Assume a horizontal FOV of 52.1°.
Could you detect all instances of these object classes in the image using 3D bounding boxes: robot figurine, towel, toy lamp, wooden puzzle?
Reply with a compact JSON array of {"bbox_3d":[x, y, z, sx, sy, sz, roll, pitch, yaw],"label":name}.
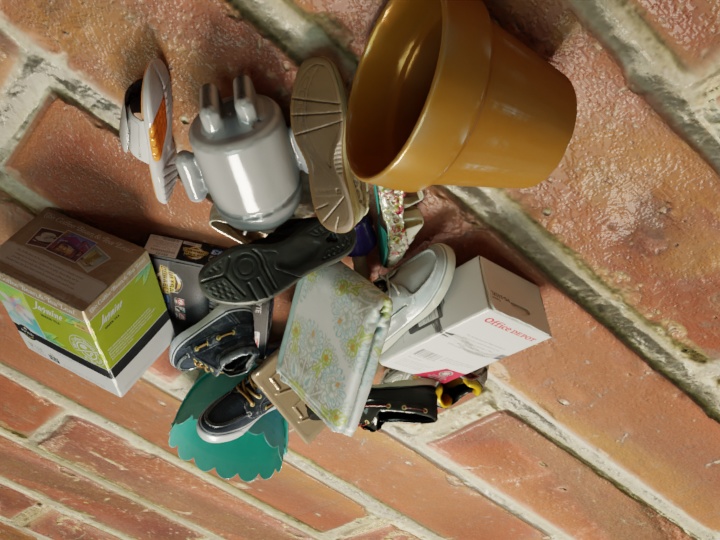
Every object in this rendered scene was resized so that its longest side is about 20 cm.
[{"bbox_3d":[-0.133,-0.128,0.878,0.168,0.114,0.201,-11,134,2],"label":"robot figurine"},{"bbox_3d":[-0.037,0.093,0.974,0.048,0.171,0.202,2,111,-40],"label":"towel"},{"bbox_3d":[0.000,0.000,1.022,0.058,0.059,0.201,2,135,11],"label":"toy lamp"},{"bbox_3d":[-0.064,0.146,1.133,0.046,0.185,0.201,30,158,45],"label":"wooden puzzle"}]

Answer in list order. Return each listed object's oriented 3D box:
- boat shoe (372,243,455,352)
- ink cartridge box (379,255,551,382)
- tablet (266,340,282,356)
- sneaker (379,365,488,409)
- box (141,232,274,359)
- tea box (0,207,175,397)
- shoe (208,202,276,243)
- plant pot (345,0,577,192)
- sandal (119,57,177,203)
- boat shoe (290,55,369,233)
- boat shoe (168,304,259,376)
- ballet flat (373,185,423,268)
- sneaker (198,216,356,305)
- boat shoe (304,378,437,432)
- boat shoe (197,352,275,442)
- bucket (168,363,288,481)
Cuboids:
[{"bbox_3d":[0.044,0.039,0.973,0.071,0.070,0.201,17,124,-40],"label":"boat shoe"},{"bbox_3d":[0.140,0.075,1.021,0.145,0.084,0.199,23,139,-39],"label":"ink cartridge box"},{"bbox_3d":[-0.074,0.184,1.264,0.129,0.014,0.201,-10,132,23],"label":"tablet"},{"bbox_3d":[0.109,0.177,1.163,0.199,0.083,0.078,-23,127,33],"label":"sneaker"},{"bbox_3d":[-0.232,0.044,1.131,0.196,0.050,0.201,14,138,0],"label":"box"},{"bbox_3d":[-0.402,0.046,1.071,0.198,0.134,0.198,20,139,22],"label":"tea box"},{"bbox_3d":[-0.122,-0.037,1.015,0.199,0.054,0.070,33,134,-20],"label":"shoe"},{"bbox_3d":[0.107,-0.166,0.743,0.182,0.202,0.200,13,140,-24],"label":"plant pot"},{"bbox_3d":[-0.265,-0.162,0.899,0.059,0.080,0.208,10,139,-1],"label":"sandal"},{"bbox_3d":[-0.030,-0.146,0.847,0.073,0.063,0.202,10,120,30],"label":"boat shoe"},{"bbox_3d":[-0.223,0.127,1.099,0.070,0.092,0.200,8,145,-41],"label":"boat shoe"},{"bbox_3d":[0.048,-0.078,0.923,0.063,0.076,0.201,-8,139,-1],"label":"ballet flat"},{"bbox_3d":[-0.109,-0.013,0.925,0.077,0.198,0.114,66,164,-7],"label":"sneaker"},{"bbox_3d":[0.015,0.203,1.085,0.199,0.064,0.074,-6,154,5],"label":"boat shoe"},{"bbox_3d":[-0.168,0.188,1.158,0.071,0.199,0.091,43,139,26],"label":"boat shoe"},{"bbox_3d":[-0.219,0.259,1.287,0.205,0.136,0.208,6,137,6],"label":"bucket"}]
